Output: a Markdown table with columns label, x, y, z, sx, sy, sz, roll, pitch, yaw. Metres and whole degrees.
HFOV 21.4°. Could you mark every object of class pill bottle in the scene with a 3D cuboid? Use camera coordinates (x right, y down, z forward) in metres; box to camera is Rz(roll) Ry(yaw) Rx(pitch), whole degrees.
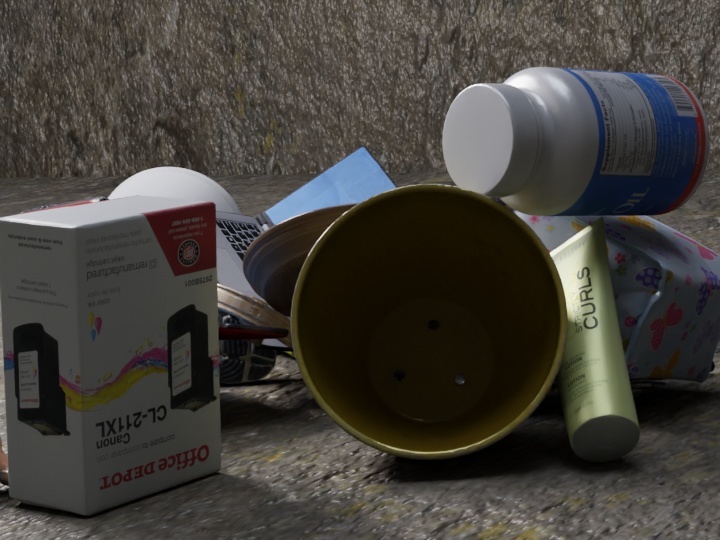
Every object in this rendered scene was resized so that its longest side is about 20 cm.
| label | x | y | z | sx | sy | sz | roll | pitch | yaw |
| --- | --- | --- | --- | --- | --- | --- | --- | --- | --- |
| pill bottle | 0.162 | -0.097 | 1.447 | 0.199 | 0.114 | 0.112 | -1 | 5 | -37 |

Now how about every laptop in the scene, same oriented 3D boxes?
| label | x | y | z | sx | sy | sz | roll | pitch | yaw |
| --- | --- | --- | --- | --- | --- | --- | --- | --- | --- |
| laptop | -0.044 | -0.026 | 1.764 | 0.199 | 0.116 | 0.188 | 8 | 37 | -49 |

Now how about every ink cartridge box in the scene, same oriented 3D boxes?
| label | x | y | z | sx | sy | sz | roll | pitch | yaw |
| --- | --- | --- | --- | --- | --- | --- | --- | --- | --- |
| ink cartridge box | -0.173 | 0.056 | 1.343 | 0.082 | 0.202 | 0.145 | 6 | 12 | 37 |

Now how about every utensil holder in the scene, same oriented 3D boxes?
| label | x | y | z | sx | sy | sz | roll | pitch | yaw |
| --- | --- | --- | --- | --- | --- | --- | --- | --- | --- |
| utensil holder | -0.210 | -0.012 | 1.959 | 0.168 | 0.172 | 0.200 | -2 | 9 | 5 |

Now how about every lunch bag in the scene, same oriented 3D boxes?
| label | x | y | z | sx | sy | sz | roll | pitch | yaw |
| --- | --- | --- | --- | --- | --- | --- | --- | --- | --- |
| lunch bag | 0.189 | 0.006 | 1.555 | 0.199 | 0.128 | 0.169 | 34 | 16 | 31 |

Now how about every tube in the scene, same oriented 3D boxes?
| label | x | y | z | sx | sy | sz | roll | pitch | yaw |
| --- | --- | --- | --- | --- | --- | --- | --- | --- | --- |
| tube | 0.164 | 0.049 | 1.405 | 0.057 | 0.052 | 0.201 | -3 | 45 | -1 |

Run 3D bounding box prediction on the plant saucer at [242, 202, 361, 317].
| label | x | y | z | sx | sy | sz | roll | pitch | yaw |
| --- | --- | --- | --- | --- | --- | --- | --- | --- | --- |
| plant saucer | 0.000 | 0.000 | 1.600 | 0.198 | 0.030 | 0.201 | -5 | -26 | -2 |

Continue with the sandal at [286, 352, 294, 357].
| label | x | y | z | sx | sy | sz | roll | pitch | yaw |
| --- | --- | --- | --- | --- | --- | --- | --- | --- | --- |
| sandal | -0.057 | 0.034 | 1.838 | 0.199 | 0.088 | 0.079 | 13 | 16 | 36 |

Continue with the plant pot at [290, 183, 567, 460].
| label | x | y | z | sx | sy | sz | roll | pitch | yaw |
| --- | --- | --- | --- | --- | --- | --- | --- | --- | --- |
| plant pot | 0.053 | 0.054 | 1.422 | 0.198 | 0.202 | 0.142 | -3 | -16 | 3 |

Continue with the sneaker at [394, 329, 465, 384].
| label | x | y | z | sx | sy | sz | roll | pitch | yaw |
| --- | --- | --- | --- | --- | --- | --- | --- | --- | --- |
| sneaker | 0.066 | 0.081 | 1.582 | 0.198 | 0.077 | 0.092 | 8 | 3 | 19 |

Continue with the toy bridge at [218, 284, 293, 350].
| label | x | y | z | sx | sy | sz | roll | pitch | yaw |
| --- | --- | --- | --- | --- | --- | --- | --- | --- | --- |
| toy bridge | -0.090 | 0.044 | 1.633 | 0.199 | 0.027 | 0.067 | 26 | -15 | 9 |

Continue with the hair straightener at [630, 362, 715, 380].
| label | x | y | z | sx | sy | sz | roll | pitch | yaw |
| --- | --- | --- | --- | --- | --- | --- | --- | --- | --- |
| hair straightener | 0.207 | 0.085 | 1.627 | 0.198 | 0.041 | 0.077 | 2 | 29 | -3 |

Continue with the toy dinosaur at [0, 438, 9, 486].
| label | x | y | z | sx | sy | sz | roll | pitch | yaw |
| --- | --- | --- | --- | --- | --- | --- | --- | --- | --- |
| toy dinosaur | -0.345 | 0.125 | 1.363 | 0.198 | 0.087 | 0.135 | -12 | 17 | -20 |

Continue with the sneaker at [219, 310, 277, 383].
| label | x | y | z | sx | sy | sz | roll | pitch | yaw |
| --- | --- | --- | --- | --- | --- | --- | --- | --- | --- |
| sneaker | -0.165 | 0.062 | 1.756 | 0.198 | 0.078 | 0.080 | 8 | -9 | 19 |

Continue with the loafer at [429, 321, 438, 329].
| label | x | y | z | sx | sy | sz | roll | pitch | yaw |
| --- | --- | --- | --- | --- | --- | --- | --- | --- | --- |
| loafer | 0.098 | 0.054 | 1.708 | 0.072 | 0.072 | 0.200 | -1 | 8 | 16 |

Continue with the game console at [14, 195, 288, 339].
| label | x | y | z | sx | sy | sz | roll | pitch | yaw |
| --- | --- | --- | --- | --- | --- | --- | --- | --- | --- |
| game console | -0.178 | 0.003 | 1.582 | 0.118 | 0.174 | 0.199 | -29 | 12 | -29 |
